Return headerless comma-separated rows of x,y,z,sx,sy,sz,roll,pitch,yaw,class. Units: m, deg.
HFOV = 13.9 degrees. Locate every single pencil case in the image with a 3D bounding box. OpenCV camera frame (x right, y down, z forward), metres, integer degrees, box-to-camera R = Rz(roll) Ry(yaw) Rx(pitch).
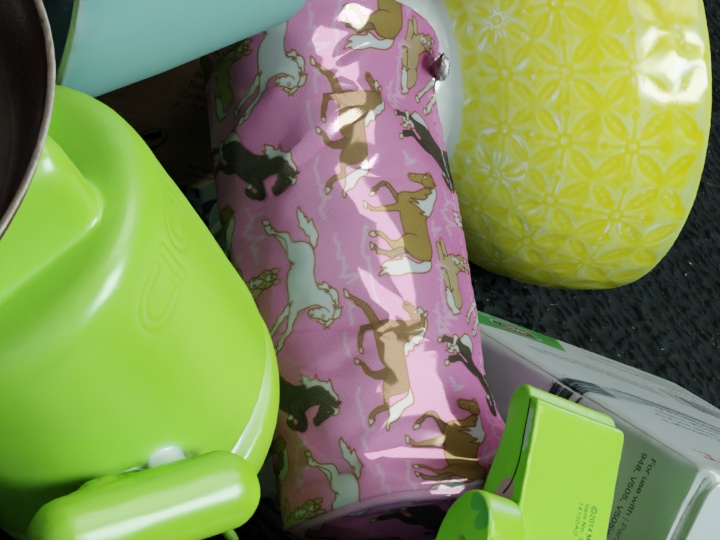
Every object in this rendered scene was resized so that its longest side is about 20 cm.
0.000,0.000,1.033,0.083,0.086,0.201,19,58,-59,pencil case

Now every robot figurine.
-0.097,0.019,0.946,0.176,0.116,0.200,47,-6,38,robot figurine

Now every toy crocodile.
0.050,0.136,0.950,0.067,0.062,0.201,16,69,-25,toy crocodile

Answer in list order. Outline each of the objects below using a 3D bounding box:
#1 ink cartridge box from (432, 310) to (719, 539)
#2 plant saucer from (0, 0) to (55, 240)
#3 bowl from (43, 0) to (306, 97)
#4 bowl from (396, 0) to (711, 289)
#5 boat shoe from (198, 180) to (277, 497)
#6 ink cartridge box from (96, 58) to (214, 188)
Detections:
0.106,0.092,1.083,0.146,0.083,0.200,21,6,-33,ink cartridge box
-0.181,-0.031,0.855,0.032,0.199,0.201,72,-3,-53,plant saucer
-0.064,-0.154,0.980,0.105,0.201,0.201,-4,48,-18,bowl
0.050,-0.085,1.249,0.107,0.200,0.201,-7,53,-28,bowl
-0.032,-0.015,1.104,0.068,0.072,0.201,29,62,-29,boat shoe
-0.106,-0.120,1.200,0.199,0.075,0.165,8,45,-43,ink cartridge box
